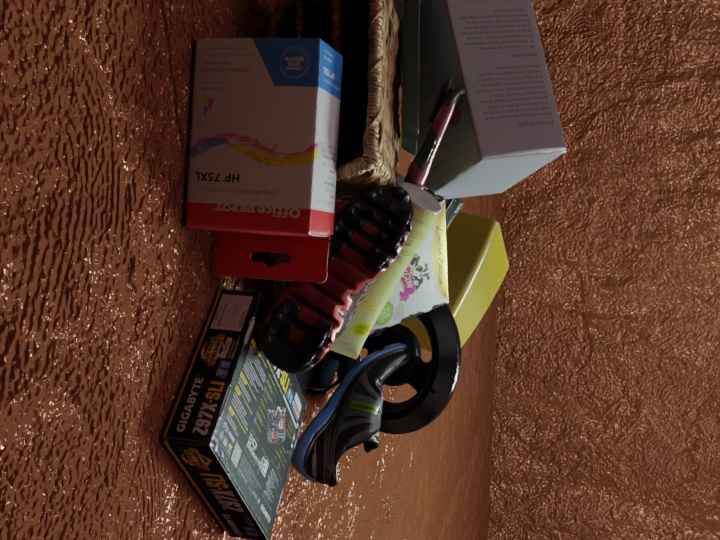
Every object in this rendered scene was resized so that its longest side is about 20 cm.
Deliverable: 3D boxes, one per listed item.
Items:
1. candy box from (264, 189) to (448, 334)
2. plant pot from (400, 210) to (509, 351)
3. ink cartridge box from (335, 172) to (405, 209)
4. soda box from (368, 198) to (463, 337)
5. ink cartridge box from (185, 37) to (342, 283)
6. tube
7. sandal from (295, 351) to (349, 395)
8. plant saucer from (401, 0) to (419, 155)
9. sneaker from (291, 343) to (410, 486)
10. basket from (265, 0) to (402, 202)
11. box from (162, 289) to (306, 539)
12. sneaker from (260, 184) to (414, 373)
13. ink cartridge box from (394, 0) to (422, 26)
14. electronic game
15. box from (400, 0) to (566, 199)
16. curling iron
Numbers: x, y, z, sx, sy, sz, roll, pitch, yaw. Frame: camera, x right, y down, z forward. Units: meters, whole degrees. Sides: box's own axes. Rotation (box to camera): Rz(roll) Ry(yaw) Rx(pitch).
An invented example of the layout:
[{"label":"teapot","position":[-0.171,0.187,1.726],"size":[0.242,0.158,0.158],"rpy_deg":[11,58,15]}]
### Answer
[{"label":"candy box","position":[0.000,0.000,0.963],"size":[0.199,0.061,0.138],"rpy_deg":[-21,123,-24]},{"label":"plant pot","position":[0.099,0.018,1.328],"size":[0.200,0.198,0.178],"rpy_deg":[54,53,-66]},{"label":"ink cartridge box","position":[-0.013,-0.053,1.025],"size":[0.163,0.057,0.200],"rpy_deg":[-59,170,7]},{"label":"soda box","position":[0.045,-0.019,1.079],"size":[0.201,0.063,0.071],"rpy_deg":[-59,165,6]},{"label":"ink cartridge box","position":[-0.083,-0.092,0.757],"size":[0.067,0.115,0.202],"rpy_deg":[0,94,-75]},{"label":"tube","position":[0.012,0.006,0.889],"size":[0.201,0.058,0.052],"rpy_deg":[-57,164,24]},{"label":"sandal","position":[-0.047,0.119,1.062],"size":[0.200,0.047,0.076],"rpy_deg":[-11,104,-74]},{"label":"plant saucer","position":[0.052,-0.224,0.900],"size":[0.070,0.019,0.202],"rpy_deg":[82,9,-77]},{"label":"sneaker","position":[-0.001,0.174,1.068],"size":[0.200,0.082,0.071],"rpy_deg":[-53,173,-17]},{"label":"basket","position":[-0.037,-0.174,0.844],"size":[0.149,0.141,0.202],"rpy_deg":[33,58,-78]},{"label":"box","position":[-0.111,0.143,0.842],"size":[0.201,0.049,0.161],"rpy_deg":[75,22,-49]},{"label":"sneaker","position":[-0.020,0.004,0.834],"size":[0.201,0.071,0.098],"rpy_deg":[-55,179,2]},{"label":"ink cartridge box","position":[0.071,-0.363,1.101],"size":[0.144,0.083,0.201],"rpy_deg":[50,12,-55]},{"label":"electronic game","position":[0.045,0.109,1.135],"size":[0.041,0.199,0.202],"rpy_deg":[8,86,-50]},{"label":"box","position":[0.124,-0.196,0.966],"size":[0.152,0.105,0.202],"rpy_deg":[148,-67,-68]},{"label":"curling iron","position":[0.061,-0.097,0.887],"size":[0.202,0.025,0.050],"rpy_deg":[-69,170,20]}]
